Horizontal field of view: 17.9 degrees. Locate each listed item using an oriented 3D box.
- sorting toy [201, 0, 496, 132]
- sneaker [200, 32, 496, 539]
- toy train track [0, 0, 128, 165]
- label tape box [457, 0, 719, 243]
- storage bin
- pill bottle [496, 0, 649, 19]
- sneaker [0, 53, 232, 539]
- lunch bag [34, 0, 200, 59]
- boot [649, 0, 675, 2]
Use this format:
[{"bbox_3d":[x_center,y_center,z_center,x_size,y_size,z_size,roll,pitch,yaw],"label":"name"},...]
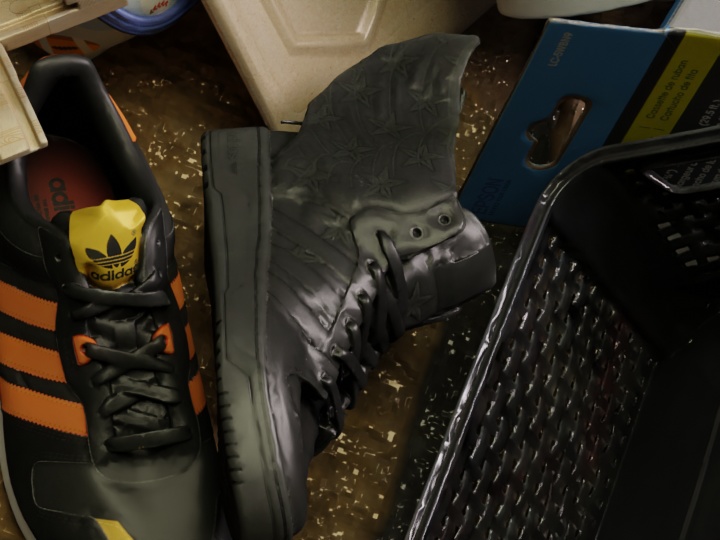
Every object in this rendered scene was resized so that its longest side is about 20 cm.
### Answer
[{"bbox_3d":[-0.011,-0.165,0.860,0.185,0.036,0.200,-43,122,-33],"label":"sorting toy"},{"bbox_3d":[0.000,0.002,0.774,0.104,0.060,0.200,-3,50,-6],"label":"sneaker"},{"bbox_3d":[-0.175,-0.070,0.755,0.199,0.033,0.115,-23,54,-11],"label":"toy train track"},{"bbox_3d":[0.145,-0.063,0.842,0.199,0.144,0.063,9,61,-10],"label":"label tape box"},{"bbox_3d":[0.112,0.055,0.756,0.094,0.135,0.200,48,50,-32],"label":"storage bin"},{"bbox_3d":[0.070,-0.198,0.832,0.112,0.112,0.201,-18,108,-23],"label":"pill bottle"},{"bbox_3d":[-0.089,0.021,0.766,0.070,0.090,0.201,-10,63,-19],"label":"sneaker"},{"bbox_3d":[-0.112,-0.192,0.853,0.200,0.075,0.160,51,60,-17],"label":"lunch bag"},{"bbox_3d":[0.205,-0.145,0.882,0.153,0.204,0.074,3,82,-18],"label":"boot"}]
